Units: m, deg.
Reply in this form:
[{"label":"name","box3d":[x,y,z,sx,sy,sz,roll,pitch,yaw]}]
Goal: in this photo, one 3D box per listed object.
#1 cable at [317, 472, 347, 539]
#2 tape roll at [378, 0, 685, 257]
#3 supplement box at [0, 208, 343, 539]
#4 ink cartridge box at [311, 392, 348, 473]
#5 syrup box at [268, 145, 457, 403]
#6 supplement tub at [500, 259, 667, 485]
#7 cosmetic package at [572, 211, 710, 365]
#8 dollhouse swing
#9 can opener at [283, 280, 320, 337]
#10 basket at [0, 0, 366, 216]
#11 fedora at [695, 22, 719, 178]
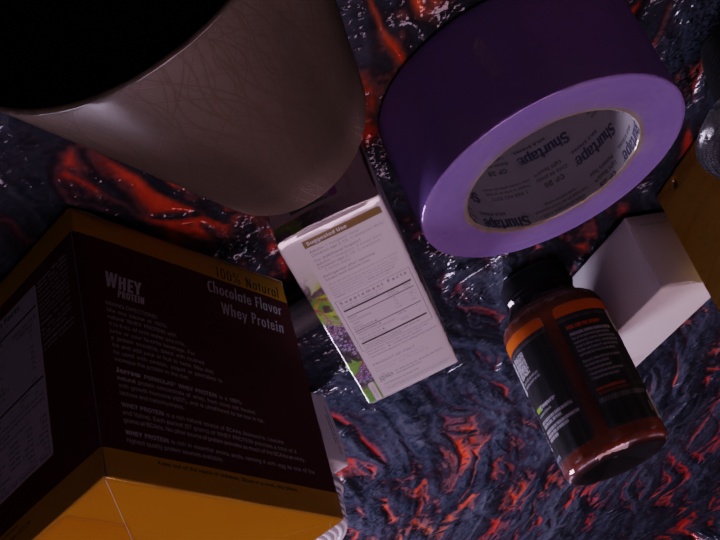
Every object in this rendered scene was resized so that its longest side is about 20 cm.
[{"label":"cable","box3d":[-0.104,0.250,1.115,0.197,0.070,0.201,-13,152,-21]},{"label":"tape roll","box3d":[0.117,-0.100,0.824,0.197,0.086,0.201,-19,153,-10]},{"label":"supplement box","box3d":[-0.143,0.099,0.810,0.196,0.202,0.132,21,131,-43]},{"label":"ink cartridge box","box3d":[-0.126,0.171,1.127,0.144,0.085,0.199,-33,152,18]},{"label":"syrup box","box3d":[0.000,0.000,0.859,0.081,0.079,0.201,-25,137,4]},{"label":"supplement tub","box3d":[0.203,0.091,1.120,0.105,0.202,0.107,-18,155,-9]},{"label":"cosmetic package","box3d":[0.271,0.031,1.199,0.106,0.086,0.201,-8,149,-31]},{"label":"dollhouse swing","box3d":[0.398,-0.028,1.060,0.173,0.202,0.183,-12,152,-20]},{"label":"can opener","box3d":[-0.066,0.044,0.975,0.199,0.064,0.079,-40,124,11]},{"label":"basket","box3d":[-0.079,-0.111,0.590,0.179,0.137,0.200,-33,157,6]},{"label":"fedora","box3d":[0.323,-0.153,0.887,0.198,0.093,0.201,-19,154,-10]}]
